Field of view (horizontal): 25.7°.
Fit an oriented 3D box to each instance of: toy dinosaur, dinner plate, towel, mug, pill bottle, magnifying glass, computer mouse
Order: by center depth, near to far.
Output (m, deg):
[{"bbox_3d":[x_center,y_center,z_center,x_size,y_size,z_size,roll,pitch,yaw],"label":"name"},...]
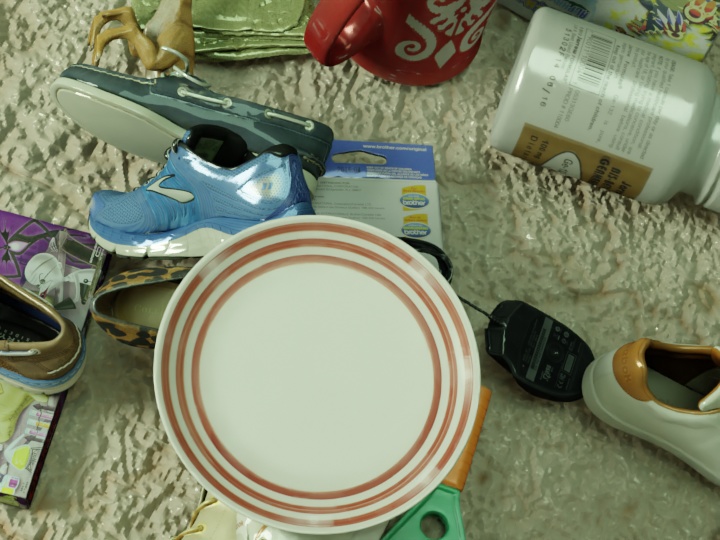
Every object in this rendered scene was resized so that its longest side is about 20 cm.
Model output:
[{"bbox_3d":[-0.026,0.063,0.963,0.200,0.024,0.201,2,69,-6],"label":"dinner plate"},{"bbox_3d":[0.052,0.167,1.070,0.079,0.022,0.200,19,61,1],"label":"magnifying glass"},{"bbox_3d":[0.082,0.035,1.109,0.200,0.034,0.059,32,63,-15],"label":"computer mouse"},{"bbox_3d":[0.054,-0.230,1.163,0.133,0.200,0.178,23,59,-5],"label":"mug"},{"bbox_3d":[-0.146,-0.174,1.174,0.106,0.060,0.200,8,90,-18],"label":"toy dinosaur"},{"bbox_3d":[0.207,-0.113,1.185,0.200,0.114,0.115,20,62,1],"label":"pill bottle"},{"bbox_3d":[-0.111,-0.252,1.246,0.148,0.037,0.200,-2,66,-9],"label":"towel"}]

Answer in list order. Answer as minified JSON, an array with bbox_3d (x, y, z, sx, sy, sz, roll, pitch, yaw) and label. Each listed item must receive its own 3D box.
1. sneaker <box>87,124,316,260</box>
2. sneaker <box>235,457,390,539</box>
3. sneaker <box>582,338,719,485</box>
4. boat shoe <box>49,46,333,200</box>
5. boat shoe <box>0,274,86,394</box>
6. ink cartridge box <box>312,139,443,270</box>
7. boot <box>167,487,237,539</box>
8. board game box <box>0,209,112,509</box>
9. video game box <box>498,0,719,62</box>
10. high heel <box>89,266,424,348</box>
[{"bbox_3d":[-0.107,-0.053,1.065,0.078,0.200,0.089,-9,97,-52],"label":"sneaker"},{"bbox_3d":[-0.055,0.196,0.947,0.085,0.073,0.200,32,59,-7],"label":"sneaker"},{"bbox_3d":[0.258,0.102,1.085,0.200,0.085,0.073,20,62,-12],"label":"sneaker"},{"bbox_3d":[-0.117,-0.109,1.110,0.200,0.075,0.062,18,71,1],"label":"boat shoe"},{"bbox_3d":[-0.274,0.016,1.033,0.200,0.072,0.072,17,62,1],"label":"boat shoe"},{"bbox_3d":[0.000,0.000,1.135,0.119,0.042,0.200,1,66,-8],"label":"ink cartridge box"},{"bbox_3d":[-0.108,0.167,1.013,0.155,0.073,0.200,-25,80,-21],"label":"boot"},{"bbox_3d":[-0.254,0.053,1.074,0.120,0.032,0.200,12,62,1],"label":"board game box"},{"bbox_3d":[0.195,-0.238,1.209,0.200,0.182,0.047,30,64,7],"label":"video game box"},{"bbox_3d":[-0.069,0.023,1.012,0.200,0.142,0.072,-5,86,32],"label":"high heel"}]
